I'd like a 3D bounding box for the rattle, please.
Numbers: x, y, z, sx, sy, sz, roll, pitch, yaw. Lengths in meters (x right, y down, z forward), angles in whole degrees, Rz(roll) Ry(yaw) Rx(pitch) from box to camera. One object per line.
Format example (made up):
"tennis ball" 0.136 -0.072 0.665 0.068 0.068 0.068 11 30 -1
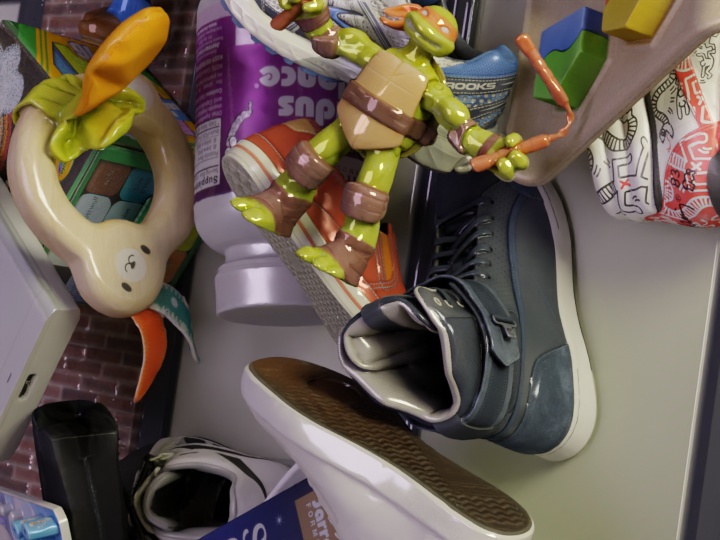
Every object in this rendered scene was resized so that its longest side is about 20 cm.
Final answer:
"rattle" -0.118 -0.035 1.172 0.143 0.130 0.200 -22 78 34

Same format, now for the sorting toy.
"sorting toy" 0.137 -0.160 1.026 0.200 0.036 0.185 -38 36 54

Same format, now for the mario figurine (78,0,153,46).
"mario figurine" -0.162 -0.254 1.359 0.123 0.106 0.200 23 100 46

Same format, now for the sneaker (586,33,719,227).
"sneaker" 0.168 -0.122 1.040 0.108 0.067 0.201 -3 83 41

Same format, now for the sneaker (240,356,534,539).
"sneaker" -0.002 0.120 1.042 0.200 0.073 0.085 36 118 38

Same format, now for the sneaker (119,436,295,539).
"sneaker" -0.116 0.140 1.254 0.200 0.088 0.074 -5 80 45

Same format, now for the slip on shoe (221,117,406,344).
"slip on shoe" 0.000 0.000 1.125 0.200 0.061 0.074 56 162 -11

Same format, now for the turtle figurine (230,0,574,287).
"turtle figurine" 0.001 -0.084 1.046 0.200 0.064 0.161 35 98 11

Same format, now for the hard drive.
"hard drive" -0.252 0.007 1.285 0.200 0.026 0.132 53 128 34

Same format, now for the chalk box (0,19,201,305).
"chalk box" -0.178 -0.055 1.325 0.200 0.124 0.125 49 115 37

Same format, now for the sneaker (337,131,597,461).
"sneaker" 0.049 0.001 1.080 0.077 0.146 0.202 -34 59 37

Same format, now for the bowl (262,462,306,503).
"bowl" 0.000 0.224 1.134 0.200 0.075 0.200 49 116 38

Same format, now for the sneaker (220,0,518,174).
"sneaker" 0.007 -0.144 1.106 0.200 0.077 0.085 37 120 12

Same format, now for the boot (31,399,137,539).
"boot" -0.182 0.179 1.259 0.165 0.066 0.200 12 116 59

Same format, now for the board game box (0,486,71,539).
"board game box" -0.213 0.239 1.256 0.200 0.026 0.200 1 102 62

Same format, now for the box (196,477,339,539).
"box" -0.042 0.191 1.110 0.200 0.032 0.121 -32 60 34

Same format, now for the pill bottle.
"pill bottle" -0.045 -0.070 1.205 0.112 0.112 0.200 -10 76 43
